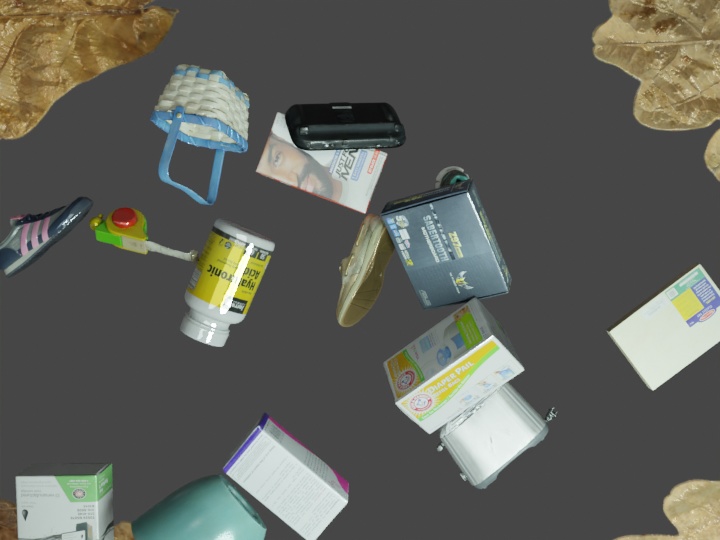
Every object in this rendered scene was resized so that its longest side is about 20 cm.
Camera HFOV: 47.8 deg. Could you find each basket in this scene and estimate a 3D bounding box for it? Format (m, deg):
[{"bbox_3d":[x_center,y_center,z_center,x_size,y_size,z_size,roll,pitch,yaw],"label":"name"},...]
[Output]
[{"bbox_3d":[-0.264,-0.221,1.346,0.139,0.176,0.200,6,80,14],"label":"basket"}]

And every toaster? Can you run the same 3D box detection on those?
[{"bbox_3d":[0.226,0.265,1.397,0.200,0.114,0.129,-41,90,5],"label":"toaster"}]

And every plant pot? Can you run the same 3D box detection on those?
[{"bbox_3d":[-0.259,0.445,1.372,0.161,0.201,0.201,-42,92,-10],"label":"plant pot"}]

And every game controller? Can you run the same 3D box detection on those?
[{"bbox_3d":[-0.024,-0.243,1.363,0.200,0.104,0.042,-4,133,-19],"label":"game controller"}]

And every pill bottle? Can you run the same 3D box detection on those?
[{"bbox_3d":[-0.232,0.022,1.385,0.111,0.111,0.200,23,94,-1],"label":"pill bottle"}]

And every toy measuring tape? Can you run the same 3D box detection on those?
[{"bbox_3d":[-0.366,-0.065,1.399,0.200,0.074,0.074,14,93,3],"label":"toy measuring tape"}]

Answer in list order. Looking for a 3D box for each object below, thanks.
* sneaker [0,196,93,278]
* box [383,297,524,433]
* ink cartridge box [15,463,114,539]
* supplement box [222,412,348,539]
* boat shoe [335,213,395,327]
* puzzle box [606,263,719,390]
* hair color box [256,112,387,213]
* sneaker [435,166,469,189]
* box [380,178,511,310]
[{"bbox_3d":[-0.556,-0.077,1.400,0.200,0.070,0.082,-39,95,1],"label":"sneaker"},{"bbox_3d":[0.152,0.160,1.360,0.200,0.113,0.101,-37,122,14],"label":"box"},{"bbox_3d":[-0.514,0.445,1.422,0.146,0.084,0.201,-1,93,1],"label":"ink cartridge box"},{"bbox_3d":[-0.125,0.357,1.408,0.200,0.101,0.103,39,93,-2],"label":"supplement box"},{"bbox_3d":[0.000,0.000,1.411,0.065,0.072,0.200,29,101,35],"label":"boat shoe"},{"bbox_3d":[0.552,0.099,1.430,0.200,0.025,0.133,-37,92,2],"label":"puzzle box"},{"bbox_3d":[-0.065,-0.183,1.397,0.200,0.064,0.111,20,93,0],"label":"hair color box"},{"bbox_3d":[0.173,-0.079,1.387,0.077,0.091,0.200,-15,94,-1],"label":"sneaker"},{"bbox_3d":[0.144,-0.039,1.351,0.157,0.051,0.200,-13,117,25],"label":"box"}]
